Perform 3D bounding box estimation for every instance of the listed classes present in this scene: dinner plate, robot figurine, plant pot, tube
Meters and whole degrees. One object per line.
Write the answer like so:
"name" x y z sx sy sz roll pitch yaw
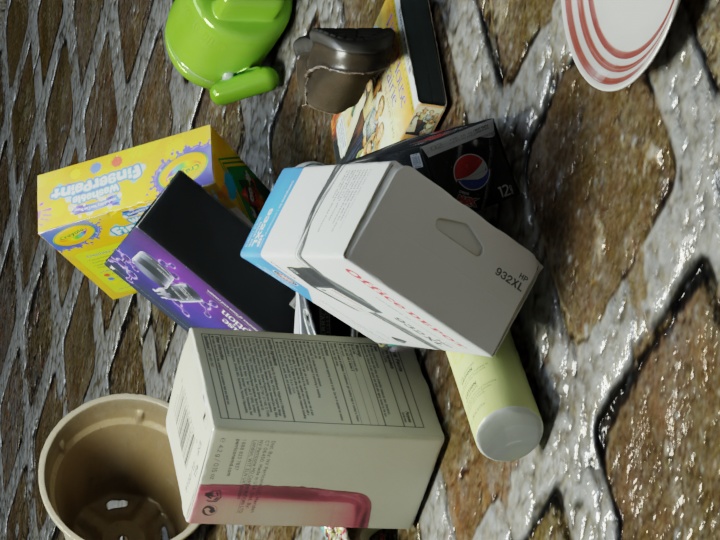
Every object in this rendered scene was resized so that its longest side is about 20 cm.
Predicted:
"dinner plate" 0.183 -0.220 1.383 0.200 0.024 0.202 -174 90 -72
"robot figurine" -0.142 -0.268 2.205 0.200 0.115 0.177 133 130 -61
"plant pot" -0.268 0.273 2.374 0.184 0.198 0.202 102 163 -57
"tube" 0.090 0.062 1.553 0.201 0.058 0.052 -104 -9 -54

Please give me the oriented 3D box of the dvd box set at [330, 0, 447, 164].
"dvd box set" 0.022 -0.137 1.824 0.200 0.029 0.147 118 151 -50

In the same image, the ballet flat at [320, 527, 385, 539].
"ballet flat" 0.006 0.236 1.753 0.064 0.075 0.201 -33 53 28

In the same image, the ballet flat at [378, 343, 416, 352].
"ballet flat" 0.000 0.000 1.744 0.201 0.071 0.073 57 139 47

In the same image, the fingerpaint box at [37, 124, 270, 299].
"fingerpaint box" -0.205 -0.058 2.124 0.167 0.198 0.074 47 -148 -56

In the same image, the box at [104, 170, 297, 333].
"box" -0.133 0.013 1.979 0.079 0.200 0.141 -53 6 -21

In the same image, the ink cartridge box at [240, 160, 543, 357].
"ink cartridge box" 0.019 -0.009 1.544 0.084 0.145 0.200 -61 22 -12

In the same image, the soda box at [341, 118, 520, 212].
"soda box" 0.051 -0.072 1.640 0.064 0.070 0.200 70 161 -6

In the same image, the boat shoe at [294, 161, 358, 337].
"boat shoe" -0.033 -0.004 1.890 0.068 0.071 0.202 153 118 -70

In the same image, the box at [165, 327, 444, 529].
"box" -0.049 0.131 1.705 0.128 0.198 0.110 -109 30 -49

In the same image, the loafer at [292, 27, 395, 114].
"loafer" -0.013 -0.171 1.792 0.200 0.072 0.072 -166 75 -80
